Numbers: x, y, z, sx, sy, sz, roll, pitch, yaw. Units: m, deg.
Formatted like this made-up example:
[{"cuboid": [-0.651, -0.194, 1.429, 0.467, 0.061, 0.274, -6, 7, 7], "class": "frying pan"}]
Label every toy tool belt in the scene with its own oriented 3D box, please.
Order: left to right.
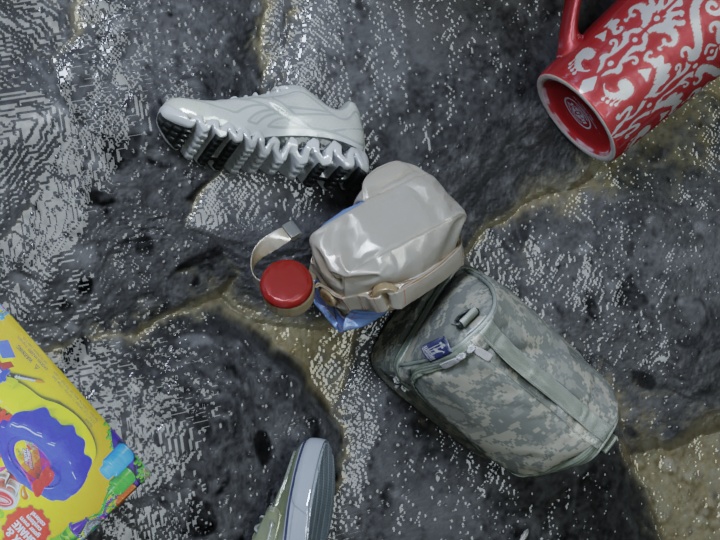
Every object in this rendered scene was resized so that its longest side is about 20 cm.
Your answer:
[{"cuboid": [0.000, 0.000, 1.751, 0.200, 0.123, 0.125, -32, 67, -16], "class": "toy tool belt"}]

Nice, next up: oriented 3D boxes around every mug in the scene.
[{"cuboid": [0.262, -0.221, 1.876, 0.200, 0.133, 0.178, -42, 72, -13], "class": "mug"}]

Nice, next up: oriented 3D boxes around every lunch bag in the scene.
[{"cuboid": [0.129, 0.093, 1.793, 0.200, 0.168, 0.139, 40, 76, -22], "class": "lunch bag"}]

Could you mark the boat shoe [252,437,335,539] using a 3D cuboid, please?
[{"cuboid": [-0.069, 0.248, 1.765, 0.072, 0.062, 0.200, 49, 50, -66], "class": "boat shoe"}]

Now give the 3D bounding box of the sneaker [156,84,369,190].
[{"cuboid": [-0.086, -0.128, 1.735, 0.200, 0.075, 0.081, 11, 69, -24], "class": "sneaker"}]

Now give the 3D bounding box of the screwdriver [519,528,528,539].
[{"cuboid": [0.112, 0.337, 1.882, 0.029, 0.028, 0.200, 24, 80, 4], "class": "screwdriver"}]

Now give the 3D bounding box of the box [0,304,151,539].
[{"cuboid": [-0.319, 0.155, 1.606, 0.193, 0.122, 0.200, -45, 111, -15], "class": "box"}]
